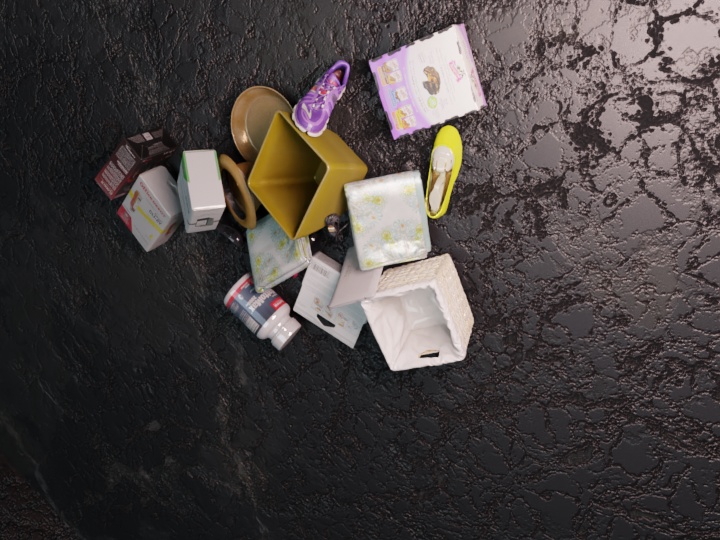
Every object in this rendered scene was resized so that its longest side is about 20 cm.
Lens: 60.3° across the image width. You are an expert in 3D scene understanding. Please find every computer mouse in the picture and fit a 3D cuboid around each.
[{"bbox_3d":[-0.388,-0.130,1.675,0.199,0.059,0.034,38,83,13],"label":"computer mouse"},{"bbox_3d":[0.002,-0.151,1.410,0.199,0.110,0.044,-40,69,1],"label":"computer mouse"}]

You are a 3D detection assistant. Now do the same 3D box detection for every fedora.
[{"bbox_3d":[-0.285,-0.203,1.537,0.200,0.081,0.203,44,150,33],"label":"fedora"}]

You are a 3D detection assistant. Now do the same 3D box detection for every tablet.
[{"bbox_3d":[0.000,0.000,1.438,0.128,0.202,0.014,-17,128,32],"label":"tablet"}]

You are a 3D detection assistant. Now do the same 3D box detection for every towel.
[{"bbox_3d":[0.062,-0.107,1.358,0.168,0.048,0.204,-12,113,-4],"label":"towel"},{"bbox_3d":[-0.207,-0.061,1.544,0.198,0.048,0.174,-28,61,34],"label":"towel"}]

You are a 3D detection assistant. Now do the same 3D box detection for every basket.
[{"bbox_3d":[0.139,0.096,1.414,0.195,0.161,0.203,-14,109,31],"label":"basket"}]

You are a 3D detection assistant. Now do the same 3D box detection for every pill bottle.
[{"bbox_3d":[-0.258,0.111,1.659,0.200,0.120,0.120,43,124,4],"label":"pill bottle"}]

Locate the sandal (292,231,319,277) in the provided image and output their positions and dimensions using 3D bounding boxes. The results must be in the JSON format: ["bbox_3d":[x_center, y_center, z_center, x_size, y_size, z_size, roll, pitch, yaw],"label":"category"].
[{"bbox_3d":[-0.157,-0.022,1.582,0.045,0.076,0.200,38,121,-12],"label":"sandal"}]

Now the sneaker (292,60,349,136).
[{"bbox_3d":[-0.081,-0.373,1.312,0.080,0.203,0.083,29,152,-11],"label":"sneaker"}]

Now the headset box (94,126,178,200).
[{"bbox_3d":[-0.602,-0.281,1.653,0.199,0.149,0.075,-38,93,33],"label":"headset box"}]

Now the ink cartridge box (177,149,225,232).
[{"bbox_3d":[-0.401,-0.194,1.548,0.200,0.082,0.149,149,110,-67],"label":"ink cartridge box"}]

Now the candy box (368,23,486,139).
[{"bbox_3d":[0.138,-0.384,1.271,0.197,0.071,0.171,-12,105,31],"label":"candy box"}]

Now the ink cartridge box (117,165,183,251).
[{"bbox_3d":[-0.568,-0.169,1.704,0.146,0.083,0.199,52,133,-1],"label":"ink cartridge box"}]

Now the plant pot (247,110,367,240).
[{"bbox_3d":[-0.104,-0.215,1.387,0.200,0.175,0.202,48,127,25],"label":"plant pot"}]

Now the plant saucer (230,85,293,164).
[{"bbox_3d":[-0.224,-0.343,1.497,0.197,0.035,0.204,11,117,23],"label":"plant saucer"}]

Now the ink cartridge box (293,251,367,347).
[{"bbox_3d":[-0.062,0.076,1.588,0.198,0.044,0.176,31,122,12],"label":"ink cartridge box"}]

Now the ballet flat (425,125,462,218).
[{"bbox_3d":[0.174,-0.205,1.331,0.066,0.067,0.204,16,117,17],"label":"ballet flat"}]
